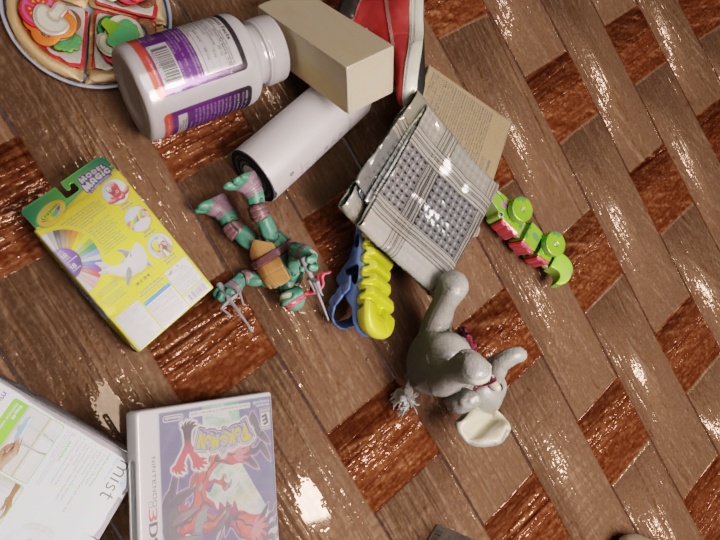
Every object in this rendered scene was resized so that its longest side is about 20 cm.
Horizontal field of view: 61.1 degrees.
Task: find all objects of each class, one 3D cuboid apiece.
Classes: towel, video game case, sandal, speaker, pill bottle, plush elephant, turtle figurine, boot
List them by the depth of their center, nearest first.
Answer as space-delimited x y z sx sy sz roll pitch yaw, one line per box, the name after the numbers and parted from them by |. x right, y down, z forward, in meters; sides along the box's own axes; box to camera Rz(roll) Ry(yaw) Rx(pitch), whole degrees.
-0.167 0.239 0.679 0.198 0.023 0.188 6 77 -56 | video game case
-0.189 -0.246 0.749 0.197 0.111 0.113 -28 94 -26 | pill bottle
-0.119 -0.012 0.757 0.148 0.101 0.203 -29 93 16 | turtle figurine
0.086 -0.097 0.799 0.199 0.034 0.195 40 77 -28 | towel
-0.074 -0.185 0.810 0.081 0.081 0.200 48 67 -10 | speaker
0.147 0.135 0.812 0.151 0.202 0.167 14 37 -22 | plush elephant
0.000 0.000 0.817 0.079 0.086 0.204 40 46 -39 | sandal
0.020 -0.307 0.852 0.140 0.073 0.205 -2 63 6 | boot

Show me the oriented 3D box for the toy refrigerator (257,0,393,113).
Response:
-0.047 -0.284 0.787 0.075 0.071 0.200 -31 55 -24 | toy refrigerator

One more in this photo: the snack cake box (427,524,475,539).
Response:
0.092 0.437 0.769 0.067 0.115 0.201 45 67 -11 | snack cake box

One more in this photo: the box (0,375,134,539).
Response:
-0.346 0.237 0.608 0.175 0.096 0.203 35 69 -17 | box

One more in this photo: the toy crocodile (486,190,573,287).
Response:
0.253 -0.054 0.948 0.199 0.067 0.062 42 68 -14 | toy crocodile

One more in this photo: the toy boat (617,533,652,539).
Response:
0.465 0.510 0.944 0.197 0.131 0.133 26 102 -18 | toy boat

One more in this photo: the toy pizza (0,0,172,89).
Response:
-0.329 -0.322 0.741 0.195 0.032 0.206 4 80 -24 | toy pizza

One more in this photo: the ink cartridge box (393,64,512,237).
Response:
0.118 -0.167 0.899 0.162 0.075 0.204 28 71 -20 | ink cartridge box

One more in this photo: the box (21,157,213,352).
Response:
-0.280 -0.019 0.708 0.117 0.048 0.202 -42 102 -24 | box
